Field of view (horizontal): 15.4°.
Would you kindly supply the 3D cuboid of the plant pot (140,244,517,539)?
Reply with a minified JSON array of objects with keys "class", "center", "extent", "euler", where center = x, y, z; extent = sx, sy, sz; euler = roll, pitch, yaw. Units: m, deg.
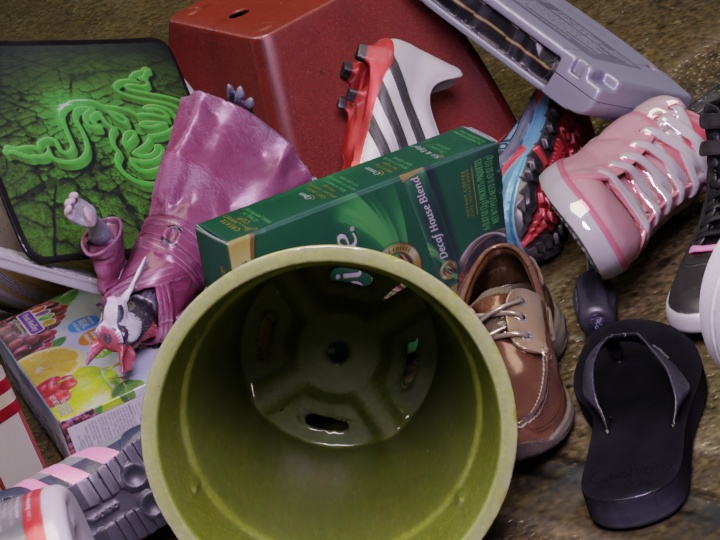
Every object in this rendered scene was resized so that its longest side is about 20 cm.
[{"class":"plant pot","center":[-0.014,0.065,1.491],"extent":[0.199,0.201,0.190],"euler":[-17,12,5]}]

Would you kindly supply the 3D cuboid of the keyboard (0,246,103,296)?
[{"class":"keyboard","center":[-0.211,-0.006,1.696],"extent":[0.199,0.011,0.056],"euler":[17,8,-35]}]

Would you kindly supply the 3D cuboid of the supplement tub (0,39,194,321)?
[{"class":"supplement tub","center":[-0.209,-0.058,1.870],"extent":[0.200,0.146,0.145],"euler":[-32,9,44]}]

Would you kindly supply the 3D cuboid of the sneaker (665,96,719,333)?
[{"class":"sneaker","center":[0.224,-0.045,1.622],"extent":[0.070,0.100,0.200],"euler":[-2,30,31]}]

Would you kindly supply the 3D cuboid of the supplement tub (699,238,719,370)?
[{"class":"supplement tub","center":[0.271,0.040,1.359],"extent":[0.131,0.133,0.200],"euler":[-25,23,-12]}]

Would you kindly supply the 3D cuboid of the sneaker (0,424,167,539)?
[{"class":"sneaker","center":[-0.171,0.147,1.577],"extent":[0.199,0.071,0.082],"euler":[-23,2,-8]}]

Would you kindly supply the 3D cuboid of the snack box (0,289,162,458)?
[{"class":"snack box","center":[-0.150,0.057,1.749],"extent":[0.141,0.053,0.200],"euler":[-23,23,-13]}]

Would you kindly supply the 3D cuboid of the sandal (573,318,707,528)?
[{"class":"sandal","center":[0.155,0.072,1.489],"extent":[0.076,0.043,0.200],"euler":[-15,24,9]}]

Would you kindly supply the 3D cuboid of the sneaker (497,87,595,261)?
[{"class":"sneaker","center":[0.099,-0.072,1.806],"extent":[0.095,0.080,0.200],"euler":[-10,25,26]}]

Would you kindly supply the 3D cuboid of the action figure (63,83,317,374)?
[{"class":"action figure","center":[-0.121,-0.017,1.695],"extent":[0.201,0.134,0.149],"euler":[-56,4,-22]}]

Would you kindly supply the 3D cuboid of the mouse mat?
[{"class":"mouse mat","center":[-0.170,-0.082,1.754],"extent":[0.199,0.162,0.008],"euler":[-6,-23,-48]}]

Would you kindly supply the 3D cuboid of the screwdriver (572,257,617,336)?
[{"class":"screwdriver","center":[0.147,-0.001,1.695],"extent":[0.028,0.029,0.200],"euler":[-16,16,8]}]

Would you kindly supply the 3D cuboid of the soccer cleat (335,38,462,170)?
[{"class":"soccer cleat","center":[0.018,-0.056,1.767],"extent":[0.085,0.202,0.069],"euler":[13,-16,-13]}]

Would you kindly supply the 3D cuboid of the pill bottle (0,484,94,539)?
[{"class":"pill bottle","center":[-0.234,0.199,1.428],"extent":[0.199,0.115,0.114],"euler":[-20,23,0]}]

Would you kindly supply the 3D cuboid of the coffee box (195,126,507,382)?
[{"class":"coffee box","center":[0.000,0.000,1.641],"extent":[0.199,0.124,0.044],"euler":[-20,28,-27]}]

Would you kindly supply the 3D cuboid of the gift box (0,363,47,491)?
[{"class":"gift box","center":[-0.322,0.079,1.674],"extent":[0.186,0.186,0.199],"euler":[-34,33,-27]}]

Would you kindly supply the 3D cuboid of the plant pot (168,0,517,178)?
[{"class":"plant pot","center":[-0.027,-0.121,1.888],"extent":[0.199,0.177,0.199],"euler":[-31,25,-24]}]

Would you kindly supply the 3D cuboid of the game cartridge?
[{"class":"game cartridge","center":[0.124,-0.157,1.796],"extent":[0.200,0.041,0.133],"euler":[40,24,33]}]

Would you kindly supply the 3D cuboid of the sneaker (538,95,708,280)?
[{"class":"sneaker","center":[0.174,-0.060,1.665],"extent":[0.104,0.076,0.200],"euler":[-33,5,12]}]

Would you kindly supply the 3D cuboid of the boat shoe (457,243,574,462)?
[{"class":"boat shoe","center":[0.082,0.047,1.565],"extent":[0.075,0.072,0.200],"euler":[-16,23,8]}]
